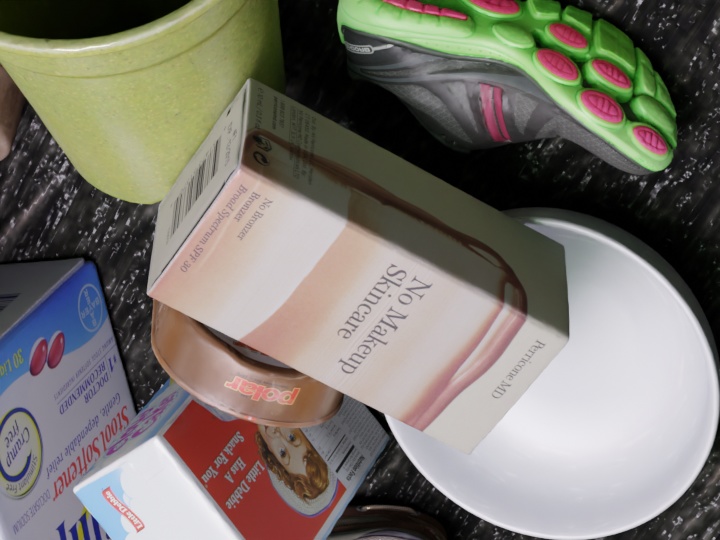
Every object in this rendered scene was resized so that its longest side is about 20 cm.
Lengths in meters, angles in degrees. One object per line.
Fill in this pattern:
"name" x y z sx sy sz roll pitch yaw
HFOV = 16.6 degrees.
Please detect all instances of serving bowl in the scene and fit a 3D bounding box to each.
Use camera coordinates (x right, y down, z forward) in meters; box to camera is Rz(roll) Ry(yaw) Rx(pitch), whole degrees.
"serving bowl" 0.111 0.050 1.396 0.199 0.066 0.201 9 118 18

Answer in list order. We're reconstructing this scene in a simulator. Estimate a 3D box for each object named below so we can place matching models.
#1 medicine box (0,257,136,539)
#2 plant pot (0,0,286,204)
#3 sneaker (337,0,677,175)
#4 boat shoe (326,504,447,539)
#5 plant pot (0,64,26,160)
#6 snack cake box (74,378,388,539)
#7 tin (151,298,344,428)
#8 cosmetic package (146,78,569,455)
"medicine box" -0.217 0.121 1.491 0.103 0.182 0.201 -5 113 24
"plant pot" -0.120 -0.139 1.316 0.200 0.201 0.184 10 149 17
"sneaker" 0.080 -0.102 1.341 0.199 0.077 0.084 26 138 12
"boat shoe" -0.039 0.180 1.513 0.199 0.072 0.076 0 111 16
"plant pot" -0.302 -0.046 1.402 0.199 0.200 0.175 5 76 19
"snack cake box" -0.068 0.110 1.407 0.067 0.200 0.115 -32 99 27
"tin" -0.059 0.016 1.372 0.112 0.200 0.042 13 118 -11
"cosmetic package" 0.000 0.000 1.288 0.199 0.087 0.103 26 123 -17
